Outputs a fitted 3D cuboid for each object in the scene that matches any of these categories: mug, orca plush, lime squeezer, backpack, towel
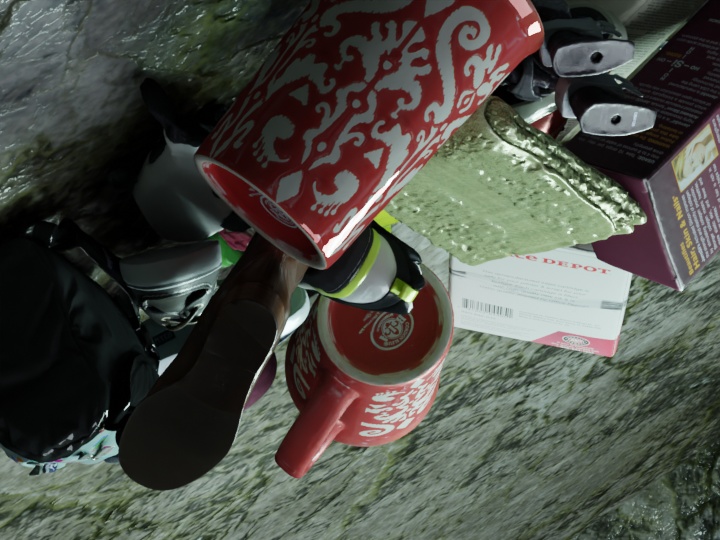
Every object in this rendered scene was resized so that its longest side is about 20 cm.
[{"bbox_3d":[0.004,-0.101,1.399,0.200,0.133,0.178,-51,160,-13],"label":"mug"},{"bbox_3d":[-0.116,-0.085,1.492,0.105,0.071,0.200,9,159,13],"label":"orca plush"},{"bbox_3d":[-0.083,-0.019,1.677,0.200,0.070,0.038,-96,-158,-78],"label":"lime squeezer"},{"bbox_3d":[-0.209,0.064,1.557,0.126,0.167,0.200,-19,170,5],"label":"backpack"},{"bbox_3d":[0.086,-0.057,1.522,0.148,0.037,0.200,-14,152,35],"label":"towel"},{"bbox_3d":[0.009,0.082,1.830,0.133,0.178,0.200,9,165,-4],"label":"mug"}]

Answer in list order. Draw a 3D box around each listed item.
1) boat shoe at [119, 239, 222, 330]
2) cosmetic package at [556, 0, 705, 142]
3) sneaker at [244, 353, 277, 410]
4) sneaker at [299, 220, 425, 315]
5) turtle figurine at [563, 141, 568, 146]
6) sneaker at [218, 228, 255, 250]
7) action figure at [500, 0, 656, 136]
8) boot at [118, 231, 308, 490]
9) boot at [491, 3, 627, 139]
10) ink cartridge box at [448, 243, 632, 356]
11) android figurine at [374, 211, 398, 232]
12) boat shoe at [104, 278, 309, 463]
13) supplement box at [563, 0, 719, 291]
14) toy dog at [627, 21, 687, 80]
[{"bbox_3d":[-0.125,0.011,1.556,0.068,0.057,0.200,-11,-178,-1],"label":"boat shoe"},{"bbox_3d":[0.170,-0.184,1.664,0.200,0.073,0.103,-43,160,27],"label":"cosmetic package"},{"bbox_3d":[-0.131,0.080,1.815,0.200,0.075,0.090,-16,160,-44],"label":"sneaker"},{"bbox_3d":[0.000,0.000,1.595,0.072,0.083,0.200,-59,-168,5],"label":"sneaker"},{"bbox_3d":[0.151,-0.059,1.954,0.161,0.064,0.200,-20,149,-55],"label":"turtle figurine"},{"bbox_3d":[-0.023,-0.085,1.577,0.200,0.081,0.075,-40,166,16],"label":"sneaker"},{"bbox_3d":[0.123,-0.161,1.487,0.069,0.200,0.130,-14,125,-13],"label":"action figure"},{"bbox_3d":[-0.079,0.033,1.487,0.186,0.064,0.200,-51,-170,31],"label":"boot"},{"bbox_3d":[0.126,-0.097,1.624,0.200,0.072,0.144,-38,140,10],"label":"boot"},{"bbox_3d":[0.146,-0.016,1.787,0.145,0.085,0.200,11,158,6],"label":"ink cartridge box"},{"bbox_3d":[0.020,-0.073,1.742,0.200,0.041,0.182,-18,156,-44],"label":"android figurine"},{"bbox_3d":[-0.126,0.074,1.709,0.200,0.071,0.091,-22,134,-1],"label":"boat shoe"},{"bbox_3d":[0.247,-0.097,1.624,0.200,0.086,0.110,-44,132,-23],"label":"supplement box"},{"bbox_3d":[0.253,-0.114,1.802,0.139,0.194,0.200,-26,164,19],"label":"toy dog"}]
